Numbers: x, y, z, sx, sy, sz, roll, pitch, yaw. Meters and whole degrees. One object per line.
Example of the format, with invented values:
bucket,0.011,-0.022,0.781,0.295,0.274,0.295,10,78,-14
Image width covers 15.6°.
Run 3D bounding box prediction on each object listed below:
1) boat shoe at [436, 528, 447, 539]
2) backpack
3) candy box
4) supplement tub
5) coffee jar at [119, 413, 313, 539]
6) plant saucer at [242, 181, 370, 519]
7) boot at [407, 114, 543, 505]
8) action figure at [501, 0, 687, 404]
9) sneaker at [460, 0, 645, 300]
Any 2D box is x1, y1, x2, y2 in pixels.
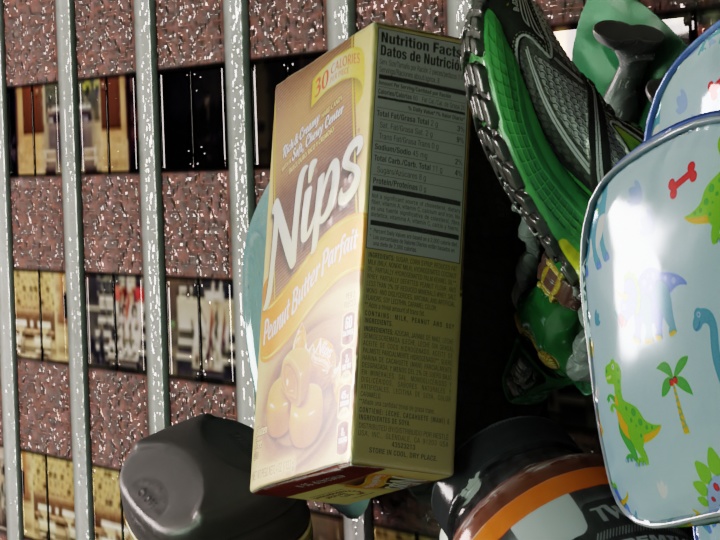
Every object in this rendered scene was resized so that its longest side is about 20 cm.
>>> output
boat shoe,0.081,0.190,1.191,0.200,0.075,0.060,-111,32,-50
backpack,0.170,0.000,0.930,0.183,0.147,0.200,-25,68,56
candy box,0.000,0.000,1.199,0.115,0.055,0.200,156,119,-62
supplement tub,0.102,0.150,1.107,0.200,0.107,0.107,55,138,43
coffee jar,-0.063,0.178,1.372,0.104,0.085,0.200,38,145,54
plant saucer,-0.031,0.030,1.352,0.201,0.039,0.201,174,90,-78
boot,0.038,0.003,1.269,0.131,0.068,0.200,-156,72,-66
action figure,0.101,-0.015,1.153,0.118,0.055,0.200,56,143,39
sneaker,0.108,-0.032,1.059,0.200,0.085,0.078,55,180,-4
